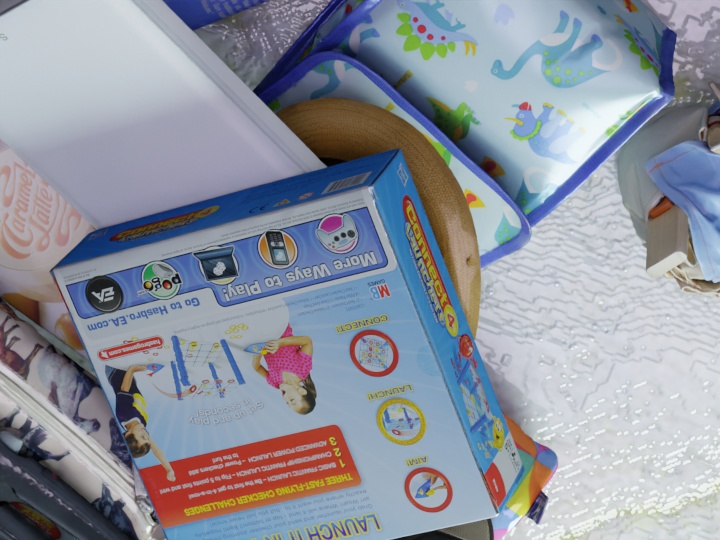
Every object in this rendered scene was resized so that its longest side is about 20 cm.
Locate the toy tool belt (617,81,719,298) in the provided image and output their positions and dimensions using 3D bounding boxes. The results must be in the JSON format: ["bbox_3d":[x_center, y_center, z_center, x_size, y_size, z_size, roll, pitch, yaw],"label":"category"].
[{"bbox_3d":[0.242,-0.067,1.715,0.200,0.123,0.125,-36,101,8],"label":"toy tool belt"}]

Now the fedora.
[{"bbox_3d":[0.000,0.000,1.677,0.200,0.082,0.202,6,102,31],"label":"fedora"}]

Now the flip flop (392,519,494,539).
[{"bbox_3d":[-0.017,0.124,1.727,0.199,0.081,0.058,28,146,-3],"label":"flip flop"}]

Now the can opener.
[{"bbox_3d":[-0.189,0.131,1.673,0.200,0.079,0.063,34,99,-11],"label":"can opener"}]

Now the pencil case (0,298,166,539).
[{"bbox_3d":[-0.182,0.081,1.711,0.200,0.089,0.078,41,74,-15],"label":"pencil case"}]

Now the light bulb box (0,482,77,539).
[{"bbox_3d":[-0.280,0.169,1.735,0.198,0.200,0.125,34,102,-7],"label":"light bulb box"}]

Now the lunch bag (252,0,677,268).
[{"bbox_3d":[0.056,-0.106,1.714,0.170,0.128,0.200,42,115,-11],"label":"lunch bag"}]

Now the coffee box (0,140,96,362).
[{"bbox_3d":[-0.189,-0.043,1.745,0.200,0.080,0.115,35,100,-8],"label":"coffee box"}]

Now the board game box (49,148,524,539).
[{"bbox_3d":[-0.038,0.054,1.610,0.199,0.056,0.196,-14,108,24],"label":"board game box"}]

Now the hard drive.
[{"bbox_3d":[-0.123,-0.080,1.600,0.132,0.027,0.200,-24,126,32],"label":"hard drive"}]

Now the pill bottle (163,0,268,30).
[{"bbox_3d":[-0.077,-0.203,1.691,0.199,0.112,0.112,-20,103,5],"label":"pill bottle"}]

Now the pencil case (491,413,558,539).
[{"bbox_3d":[0.026,0.088,1.773,0.200,0.088,0.088,39,101,-5],"label":"pencil case"}]
